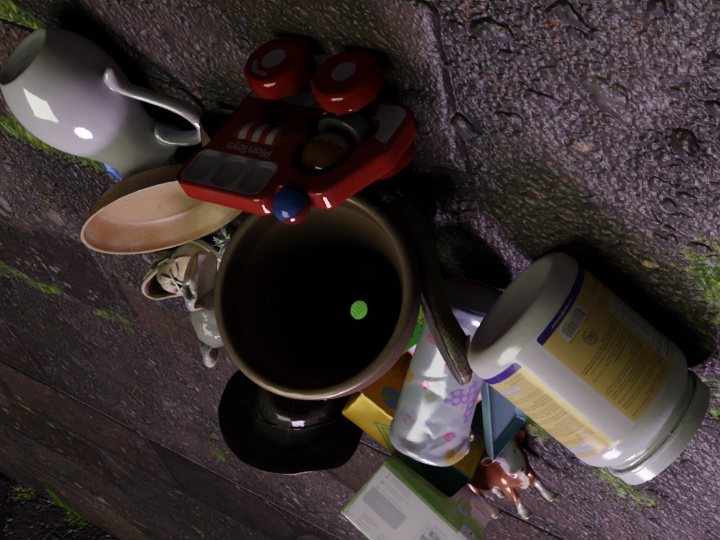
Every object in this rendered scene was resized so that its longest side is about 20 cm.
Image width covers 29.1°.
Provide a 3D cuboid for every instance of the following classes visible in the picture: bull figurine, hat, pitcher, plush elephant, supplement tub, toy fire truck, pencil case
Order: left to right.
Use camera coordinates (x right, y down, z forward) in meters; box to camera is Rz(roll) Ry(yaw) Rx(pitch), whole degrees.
[{"bbox_3d":[-0.280,-0.185,1.530,0.171,0.122,0.200,-21,133,38],"label":"pitcher"},{"bbox_3d":[-0.135,0.037,1.664,0.199,0.155,0.165,21,152,29],"label":"plush elephant"},{"bbox_3d":[-0.078,0.145,1.657,0.200,0.201,0.081,26,136,21],"label":"hat"},{"bbox_3d":[-0.054,-0.113,1.276,0.199,0.168,0.112,17,150,36],"label":"toy fire truck"},{"bbox_3d":[0.095,0.108,1.466,0.090,0.083,0.201,18,113,6],"label":"pencil case"},{"bbox_3d":[0.174,0.253,1.752,0.122,0.065,0.200,53,158,-12],"label":"bull figurine"},{"bbox_3d":[0.218,0.095,1.325,0.200,0.146,0.145,39,155,-8],"label":"supplement tub"}]

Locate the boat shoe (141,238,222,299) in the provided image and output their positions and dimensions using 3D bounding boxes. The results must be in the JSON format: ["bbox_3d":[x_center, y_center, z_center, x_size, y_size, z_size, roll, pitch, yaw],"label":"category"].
[{"bbox_3d":[-0.235,0.005,1.846,0.072,0.065,0.200,45,154,-19],"label":"boat shoe"}]

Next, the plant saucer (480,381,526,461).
[{"bbox_3d":[0.162,0.146,1.582,0.019,0.070,0.200,32,156,24],"label":"plant saucer"}]

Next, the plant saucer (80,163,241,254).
[{"bbox_3d":[-0.229,-0.076,1.607,0.200,0.199,0.036,118,136,-65],"label":"plant saucer"}]

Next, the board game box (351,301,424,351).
[{"bbox_3d":[0.000,0.000,1.493,0.101,0.048,0.200,-37,111,23],"label":"board game box"}]

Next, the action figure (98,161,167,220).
[{"bbox_3d":[-0.292,-0.116,1.707,0.200,0.065,0.099,44,148,-15],"label":"action figure"}]

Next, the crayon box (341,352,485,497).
[{"bbox_3d":[0.061,0.161,1.666,0.200,0.127,0.051,39,129,-4],"label":"crayon box"}]

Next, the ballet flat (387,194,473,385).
[{"bbox_3d":[0.079,0.016,1.381,0.067,0.046,0.201,88,163,-74],"label":"ballet flat"}]

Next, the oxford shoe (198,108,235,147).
[{"bbox_3d":[-0.097,-0.121,1.436,0.199,0.073,0.085,18,149,34],"label":"oxford shoe"}]

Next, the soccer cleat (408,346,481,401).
[{"bbox_3d":[0.078,0.074,1.588,0.076,0.067,0.200,-32,105,25],"label":"soccer cleat"}]

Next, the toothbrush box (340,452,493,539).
[{"bbox_3d":[0.073,0.291,1.683,0.146,0.086,0.200,42,-172,7],"label":"toothbrush box"}]

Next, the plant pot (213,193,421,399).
[{"bbox_3d":[-0.023,0.032,1.368,0.199,0.201,0.175,27,179,18],"label":"plant pot"}]
